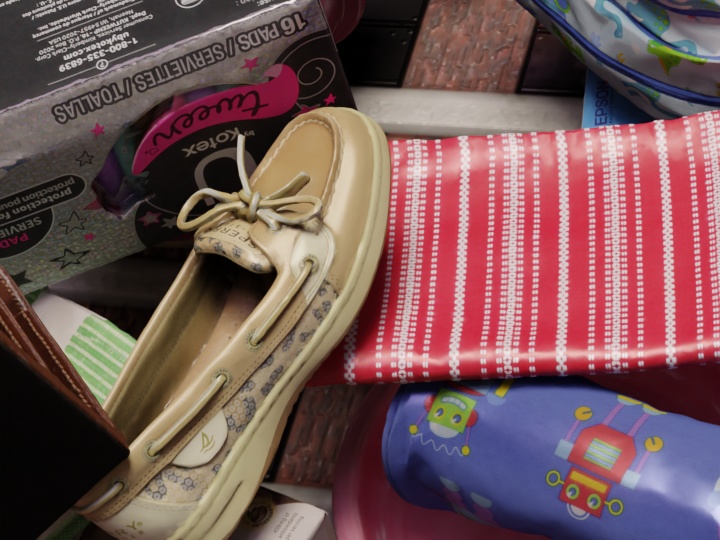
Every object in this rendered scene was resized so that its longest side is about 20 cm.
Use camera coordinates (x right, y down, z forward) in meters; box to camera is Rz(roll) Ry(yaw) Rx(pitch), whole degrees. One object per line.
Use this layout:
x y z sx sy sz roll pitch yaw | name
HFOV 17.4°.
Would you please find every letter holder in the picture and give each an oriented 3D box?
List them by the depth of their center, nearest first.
-0.214 0.072 0.899 0.200 0.101 0.142 -42 47 1 | letter holder

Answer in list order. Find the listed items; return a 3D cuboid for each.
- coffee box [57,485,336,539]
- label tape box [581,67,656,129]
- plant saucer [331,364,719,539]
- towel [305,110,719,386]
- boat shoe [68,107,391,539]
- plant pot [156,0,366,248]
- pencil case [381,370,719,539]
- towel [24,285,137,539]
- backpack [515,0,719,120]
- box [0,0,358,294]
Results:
-0.104 0.131 1.008 0.199 0.113 0.080 18 57 27 | coffee box
0.215 -0.107 1.155 0.198 0.066 0.144 -5 49 17 | label tape box
0.089 0.100 1.024 0.199 0.051 0.202 -8 49 9 | plant saucer
0.072 -0.012 0.980 0.198 0.023 0.145 -4 44 12 | towel
-0.050 0.017 0.933 0.073 0.063 0.201 4 66 49 | boat shoe
-0.102 -0.119 1.178 0.198 0.200 0.180 7 69 20 | plant pot
0.107 0.089 0.943 0.199 0.087 0.078 21 80 30 | pencil case
-0.179 0.055 1.002 0.199 0.023 0.152 31 62 34 | towel
0.159 -0.145 1.082 0.162 0.154 0.201 -24 60 -11 | backpack
-0.112 -0.087 1.011 0.199 0.115 0.133 -21 52 2 | box
